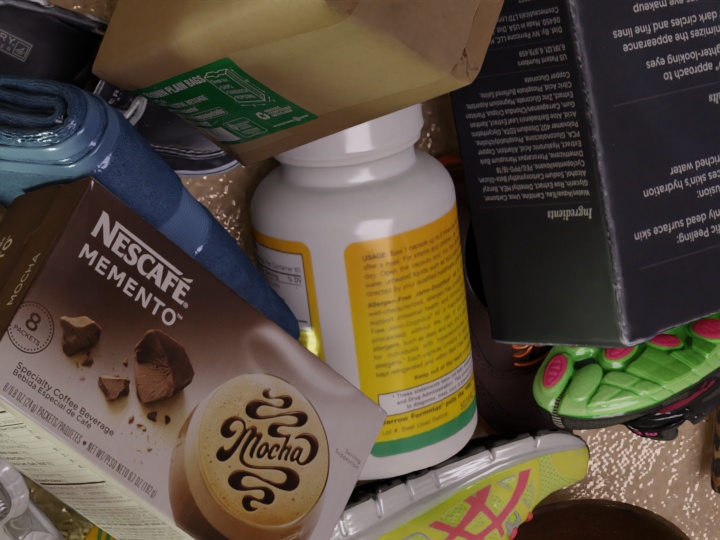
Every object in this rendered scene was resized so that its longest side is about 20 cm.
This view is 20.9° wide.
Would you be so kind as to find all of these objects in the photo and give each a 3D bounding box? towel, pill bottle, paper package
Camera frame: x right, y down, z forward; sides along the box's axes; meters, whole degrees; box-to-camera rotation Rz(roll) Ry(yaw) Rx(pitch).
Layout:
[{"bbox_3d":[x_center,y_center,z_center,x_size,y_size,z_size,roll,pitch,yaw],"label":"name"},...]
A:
[{"bbox_3d":[-0.115,-0.024,0.971,0.200,0.111,0.049,51,59,-41],"label":"towel"},{"bbox_3d":[0.000,0.000,1.054,0.112,0.113,0.202,-14,110,-20],"label":"pill bottle"},{"bbox_3d":[-0.014,-0.165,0.923,0.103,0.199,0.192,31,66,-29],"label":"paper package"}]

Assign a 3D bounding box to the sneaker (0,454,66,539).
[{"bbox_3d":[-0.205,0.116,1.003,0.077,0.100,0.201,-27,149,-18],"label":"sneaker"}]

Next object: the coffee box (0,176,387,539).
[{"bbox_3d":[-0.098,0.062,0.925,0.200,0.079,0.114,40,63,-26],"label":"coffee box"}]

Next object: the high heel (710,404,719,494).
[{"bbox_3d":[0.297,0.068,1.189,0.071,0.142,0.201,29,92,-35],"label":"high heel"}]

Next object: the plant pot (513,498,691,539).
[{"bbox_3d":[0.148,0.274,1.181,0.186,0.187,0.201,-36,131,-10],"label":"plant pot"}]

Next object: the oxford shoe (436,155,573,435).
[{"bbox_3d":[0.082,0.034,1.123,0.071,0.072,0.201,-31,115,-13],"label":"oxford shoe"}]

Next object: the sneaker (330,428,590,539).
[{"bbox_3d":[0.051,0.148,1.088,0.199,0.078,0.091,-19,90,-29],"label":"sneaker"}]

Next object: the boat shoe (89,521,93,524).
[{"bbox_3d":[-0.166,0.051,1.015,0.068,0.071,0.201,-44,119,-22],"label":"boat shoe"}]

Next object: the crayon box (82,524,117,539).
[{"bbox_3d":[-0.112,0.178,1.021,0.201,0.051,0.126,-54,155,-29],"label":"crayon box"}]

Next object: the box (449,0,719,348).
[{"bbox_3d":[0.159,-0.078,1.056,0.195,0.117,0.202,-15,97,-35],"label":"box"}]

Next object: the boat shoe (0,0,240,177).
[{"bbox_3d":[-0.133,-0.096,0.990,0.199,0.068,0.072,26,94,-28],"label":"boat shoe"}]

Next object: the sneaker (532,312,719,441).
[{"bbox_3d":[0.173,0.068,1.147,0.199,0.076,0.085,-12,125,-47],"label":"sneaker"}]
